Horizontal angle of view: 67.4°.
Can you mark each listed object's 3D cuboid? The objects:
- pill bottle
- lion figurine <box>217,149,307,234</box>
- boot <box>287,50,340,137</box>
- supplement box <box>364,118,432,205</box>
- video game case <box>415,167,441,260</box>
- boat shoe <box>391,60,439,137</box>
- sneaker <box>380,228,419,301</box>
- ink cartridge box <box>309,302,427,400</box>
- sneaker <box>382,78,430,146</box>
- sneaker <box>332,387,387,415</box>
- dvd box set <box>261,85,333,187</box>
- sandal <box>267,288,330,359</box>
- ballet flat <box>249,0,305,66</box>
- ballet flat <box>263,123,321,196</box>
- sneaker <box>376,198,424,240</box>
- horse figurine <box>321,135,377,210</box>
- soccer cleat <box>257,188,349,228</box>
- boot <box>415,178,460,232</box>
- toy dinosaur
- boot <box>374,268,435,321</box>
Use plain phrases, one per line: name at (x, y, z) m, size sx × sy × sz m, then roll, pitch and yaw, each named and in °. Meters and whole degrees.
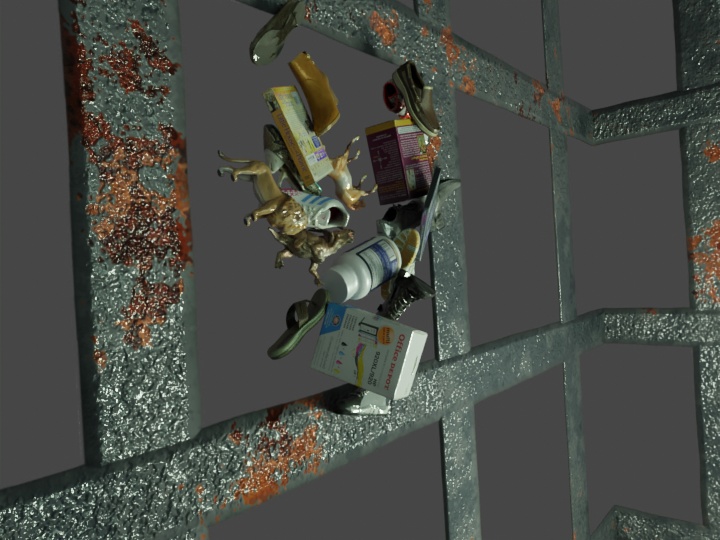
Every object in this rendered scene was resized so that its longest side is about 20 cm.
pill bottle at (0.000, 0.000, 1.266) m, size 0.199 × 0.110 × 0.113 m, roll -30°, pitch 109°, yaw -45°
lion figurine at (-0.186, -0.155, 1.048) m, size 0.121 × 0.072 × 0.203 m, roll -26°, pitch 90°, yaw -35°
boot at (-0.108, -0.387, 1.168) m, size 0.144 × 0.070 × 0.203 m, roll 49°, pitch 26°, yaw -29°
supplement box at (0.104, -0.286, 1.411) m, size 0.130 × 0.102 × 0.204 m, roll -21°, pitch 103°, yaw -50°
video game case at (0.174, -0.142, 1.393) m, size 0.202 × 0.019 × 0.144 m, roll 93°, pitch 15°, yaw -53°
boat shoe at (0.153, -0.441, 1.374) m, size 0.074 × 0.075 × 0.205 m, roll -23°, pitch 81°, yaw -49°
sneaker at (0.108, -0.017, 1.396) m, size 0.087 × 0.075 × 0.203 m, roll -19°, pitch 132°, yaw -60°
ink cartridge box at (0.022, 0.171, 1.163) m, size 0.144 × 0.197 × 0.150 m, roll 22°, pitch 85°, yaw -70°
sneaker at (0.120, -0.424, 1.469) m, size 0.107 × 0.066 × 0.205 m, roll -28°, pitch 105°, yaw -45°
sneaker at (-0.001, 0.284, 1.284) m, size 0.199 × 0.074 × 0.118 m, roll 24°, pitch 64°, yaw -56°
dvd box set at (-0.127, -0.286, 1.138) m, size 0.203 × 0.029 × 0.147 m, roll 65°, pitch 19°, yaw -14°
sandal at (-0.131, 0.101, 1.137) m, size 0.058 × 0.079 × 0.201 m, roll 52°, pitch 50°, yaw -15°
ballet flat at (-0.183, -0.508, 1.145) m, size 0.202 × 0.046 × 0.068 m, roll -61°, pitch 161°, yaw -25°
ballet flat at (-0.156, -0.208, 1.141) m, size 0.076 × 0.067 × 0.201 m, roll -50°, pitch 127°, yaw -18°
sneaker at (0.111, -0.145, 1.426) m, size 0.200 × 0.074 × 0.083 m, roll -46°, pitch 126°, yaw -40°
horse figurine at (-0.031, -0.221, 1.286) m, size 0.132 × 0.049 × 0.203 m, roll -40°, pitch 123°, yaw -29°
soccer cleat at (-0.113, -0.126, 1.127) m, size 0.197 × 0.086 × 0.071 m, roll -1°, pitch 118°, yaw -32°
boot at (0.230, -0.192, 1.589) m, size 0.198 × 0.069 × 0.134 m, roll -24°, pitch 108°, yaw -36°
toy dinosaur at (-0.116, -0.060, 1.157) m, size 0.197 × 0.086 × 0.137 m, roll 21°, pitch 47°, yaw -24°
boot at (0.089, 0.093, 1.270) m, size 0.069 × 0.200 × 0.176 m, roll 32°, pitch 91°, yaw -14°
